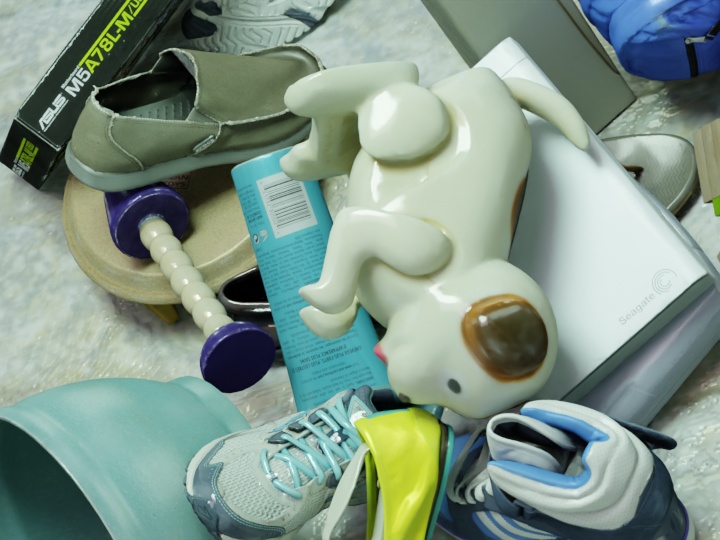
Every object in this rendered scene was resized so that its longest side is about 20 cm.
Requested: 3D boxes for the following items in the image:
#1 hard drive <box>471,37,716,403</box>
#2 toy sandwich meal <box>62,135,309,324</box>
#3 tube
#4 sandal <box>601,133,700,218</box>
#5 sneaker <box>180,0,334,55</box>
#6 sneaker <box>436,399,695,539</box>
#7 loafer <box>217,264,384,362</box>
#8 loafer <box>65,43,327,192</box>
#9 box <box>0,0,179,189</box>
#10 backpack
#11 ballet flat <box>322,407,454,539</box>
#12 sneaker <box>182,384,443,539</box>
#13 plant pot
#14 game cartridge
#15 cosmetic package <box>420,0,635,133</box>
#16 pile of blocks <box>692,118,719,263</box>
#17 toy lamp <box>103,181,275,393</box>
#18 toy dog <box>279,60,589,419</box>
[{"bbox_3d":[0.103,-0.026,1.586,0.132,0.027,0.200,-42,67,10],"label":"hard drive"},{"bbox_3d":[-0.120,-0.054,1.833,0.205,0.070,0.206,-9,59,15],"label":"toy sandwich meal"},{"bbox_3d":[-0.029,0.021,1.678,0.077,0.050,0.200,-20,86,24],"label":"tube"},{"bbox_3d":[0.117,-0.058,1.665,0.200,0.055,0.082,1,63,9],"label":"sandal"},{"bbox_3d":[-0.056,-0.249,1.926,0.199,0.079,0.130,-43,34,14],"label":"sneaker"},{"bbox_3d":[0.091,0.109,1.523,0.200,0.146,0.081,14,67,38],"label":"sneaker"},{"bbox_3d":[0.000,0.000,1.716,0.200,0.063,0.072,-24,48,16],"label":"loafer"},{"bbox_3d":[-0.103,-0.112,1.750,0.200,0.070,0.075,-23,52,-28],"label":"loafer"},{"bbox_3d":[-0.182,-0.160,1.880,0.200,0.047,0.193,-54,7,-11],"label":"box"},{"bbox_3d":[0.234,-0.197,1.633,0.200,0.163,0.168,-26,73,3],"label":"backpack"},{"bbox_3d":[0.009,0.178,1.529,0.067,0.067,0.200,-157,74,-74],"label":"ballet flat"},{"bbox_3d":[-0.025,0.105,1.565,0.078,0.200,0.086,54,127,11],"label":"sneaker"},{"bbox_3d":[-0.133,0.147,1.627,0.134,0.201,0.200,-30,41,-27],"label":"plant pot"},{"bbox_3d":[0.129,-0.002,1.604,0.200,0.041,0.133,42,93,24],"label":"game cartridge"},{"bbox_3d":[0.090,-0.170,1.688,0.073,0.200,0.104,-41,47,1],"label":"cosmetic package"},{"bbox_3d":[0.266,-0.014,1.574,0.062,0.082,0.200,-4,54,-24],"label":"pile of blocks"},{"bbox_3d":[-0.117,0.000,1.712,0.058,0.058,0.200,-39,47,2],"label":"toy lamp"},{"bbox_3d":[0.050,-0.008,1.533,0.193,0.140,0.200,-9,71,-16],"label":"toy dog"}]
